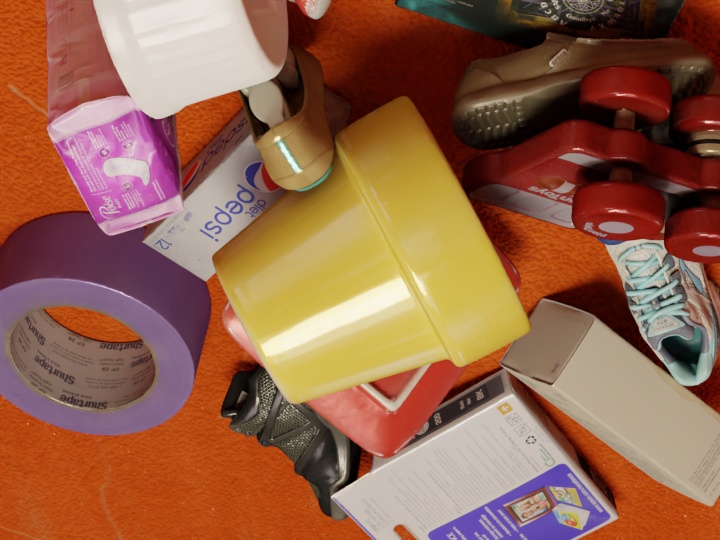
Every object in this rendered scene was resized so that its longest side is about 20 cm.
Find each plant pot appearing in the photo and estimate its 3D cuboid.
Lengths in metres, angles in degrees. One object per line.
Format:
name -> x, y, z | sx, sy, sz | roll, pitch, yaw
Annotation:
plant pot -> 0.000, 0.000, 1.592 | 0.188, 0.201, 0.201 | -28, 128, 0

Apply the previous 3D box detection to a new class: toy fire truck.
toy fire truck -> 0.196, -0.064, 1.569 | 0.199, 0.113, 0.168 | 14, 162, -28

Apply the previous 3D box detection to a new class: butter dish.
butter dish -> -0.005, 0.018, 1.763 | 0.200, 0.200, 0.148 | 40, 173, -18

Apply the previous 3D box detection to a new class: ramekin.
ramekin -> -0.121, -0.216, 1.515 | 0.097, 0.201, 0.201 | -11, 132, 11

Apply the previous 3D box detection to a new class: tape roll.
tape roll -> -0.236, 0.049, 1.878 | 0.199, 0.085, 0.200 | 6, 135, 6

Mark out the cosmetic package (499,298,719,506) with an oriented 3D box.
cosmetic package -> 0.228, 0.113, 1.828 | 0.200, 0.073, 0.103 | 38, 173, -25

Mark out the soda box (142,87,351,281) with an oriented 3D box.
soda box -> -0.093, -0.078, 1.737 | 0.068, 0.064, 0.200 | 32, 132, -19

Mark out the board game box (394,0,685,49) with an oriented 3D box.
board game box -> 0.139, -0.220, 1.572 | 0.199, 0.028, 0.135 | 18, 137, -7

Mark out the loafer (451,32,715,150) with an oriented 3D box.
loafer -> 0.162, -0.144, 1.582 | 0.199, 0.068, 0.076 | -8, 144, -2

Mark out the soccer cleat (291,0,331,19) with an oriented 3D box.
soccer cleat -> -0.010, -0.262, 1.536 | 0.085, 0.069, 0.201 | 11, 131, 6

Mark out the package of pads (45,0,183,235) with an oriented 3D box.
package of pads -> -0.186, -0.136, 1.600 | 0.075, 0.200, 0.121 | -18, 131, 7

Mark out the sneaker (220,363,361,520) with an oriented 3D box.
sneaker -> -0.060, 0.146, 1.950 | 0.114, 0.076, 0.200 | -1, 131, 14

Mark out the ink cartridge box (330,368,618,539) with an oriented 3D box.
ink cartridge box -> 0.105, 0.205, 1.966 | 0.200, 0.043, 0.198 | -31, 125, 15

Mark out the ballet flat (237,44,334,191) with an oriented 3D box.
ballet flat -> -0.060, -0.133, 1.589 | 0.069, 0.200, 0.063 | -34, 123, 8

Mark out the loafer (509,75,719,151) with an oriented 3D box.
loafer -> 0.203, -0.111, 1.642 | 0.199, 0.068, 0.076 | -4, 132, 13

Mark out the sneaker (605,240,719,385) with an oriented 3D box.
sneaker -> 0.252, 0.013, 1.745 | 0.077, 0.087, 0.200 | -17, 130, 24
